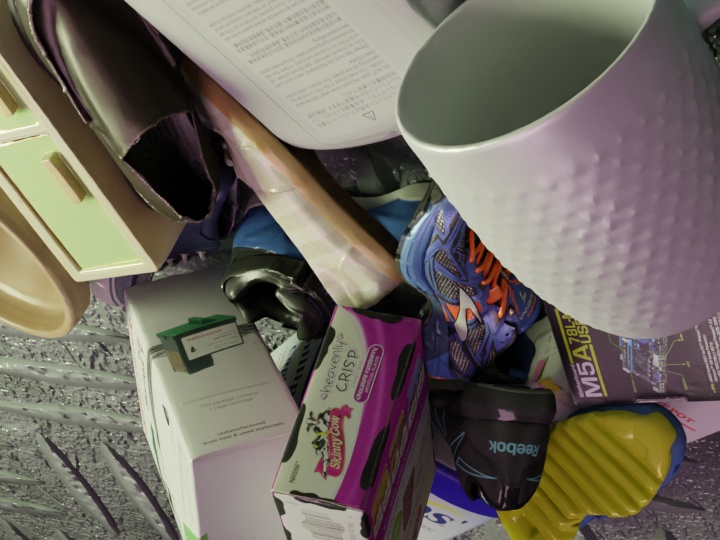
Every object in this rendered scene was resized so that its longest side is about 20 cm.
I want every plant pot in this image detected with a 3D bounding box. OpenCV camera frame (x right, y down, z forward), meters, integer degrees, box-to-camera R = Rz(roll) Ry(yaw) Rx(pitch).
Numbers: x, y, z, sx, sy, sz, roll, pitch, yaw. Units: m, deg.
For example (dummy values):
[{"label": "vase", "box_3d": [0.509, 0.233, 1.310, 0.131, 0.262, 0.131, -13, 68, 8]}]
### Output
[{"label": "plant pot", "box_3d": [-0.264, -0.050, 1.010, 0.200, 0.093, 0.201, 27, 153, 15]}]

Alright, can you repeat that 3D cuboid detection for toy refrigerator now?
[{"label": "toy refrigerator", "box_3d": [-0.194, -0.085, 0.880, 0.076, 0.070, 0.200, -6, 132, 31]}]

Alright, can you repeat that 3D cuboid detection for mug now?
[{"label": "mug", "box_3d": [0.145, -0.068, 0.712, 0.200, 0.148, 0.175, -34, 123, 9]}]

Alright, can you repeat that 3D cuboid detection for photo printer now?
[{"label": "photo printer", "box_3d": [-0.026, -0.150, 0.782, 0.166, 0.070, 0.200, -18, 133, 42]}]

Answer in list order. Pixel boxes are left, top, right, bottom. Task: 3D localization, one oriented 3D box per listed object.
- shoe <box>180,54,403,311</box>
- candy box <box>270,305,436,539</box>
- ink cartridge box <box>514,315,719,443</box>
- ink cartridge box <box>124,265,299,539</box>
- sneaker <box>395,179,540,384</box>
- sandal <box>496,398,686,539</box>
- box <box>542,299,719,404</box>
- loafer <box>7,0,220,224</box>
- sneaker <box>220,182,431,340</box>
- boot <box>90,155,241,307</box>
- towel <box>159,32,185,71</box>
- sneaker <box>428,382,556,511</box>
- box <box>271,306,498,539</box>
[{"label": "shoe", "box_3d": [-0.050, -0.056, 0.882, 0.053, 0.070, 0.200, -42, 92, 18]}, {"label": "candy box", "box_3d": [0.001, 0.135, 0.912, 0.061, 0.137, 0.200, 10, 146, 14]}, {"label": "ink cartridge box", "box_3d": [0.188, 0.076, 1.009, 0.116, 0.068, 0.200, 30, 147, -17]}, {"label": "ink cartridge box", "box_3d": [-0.101, 0.113, 0.991, 0.084, 0.200, 0.147, -13, 126, -16]}, {"label": "sneaker", "box_3d": [0.075, 0.004, 0.866, 0.078, 0.076, 0.200, 16, 150, 20]}, {"label": "sandal", "box_3d": [0.165, 0.132, 0.965, 0.080, 0.087, 0.200, 55, 150, 8]}, {"label": "box", "box_3d": [0.196, -0.014, 0.832, 0.192, 0.048, 0.201, -4, 118, 34]}, {"label": "loafer", "box_3d": [-0.131, -0.107, 0.822, 0.071, 0.073, 0.200, 41, 167, 52]}, {"label": "sneaker", "box_3d": [0.000, 0.001, 0.952, 0.199, 0.112, 0.077, 5, 145, 20]}, {"label": "boot", "box_3d": [-0.141, -0.023, 1.022, 0.090, 0.073, 0.200, 23, 147, 4]}, {"label": "towel", "box_3d": [-0.194, -0.165, 0.879, 0.132, 0.035, 0.200, -4, 140, 31]}, {"label": "sneaker", "box_3d": [0.082, 0.118, 0.943, 0.075, 0.080, 0.200, 3, 173, -2]}, {"label": "box", "box_3d": [0.007, 0.135, 1.127, 0.183, 0.105, 0.200, 29, 144, -15]}]
